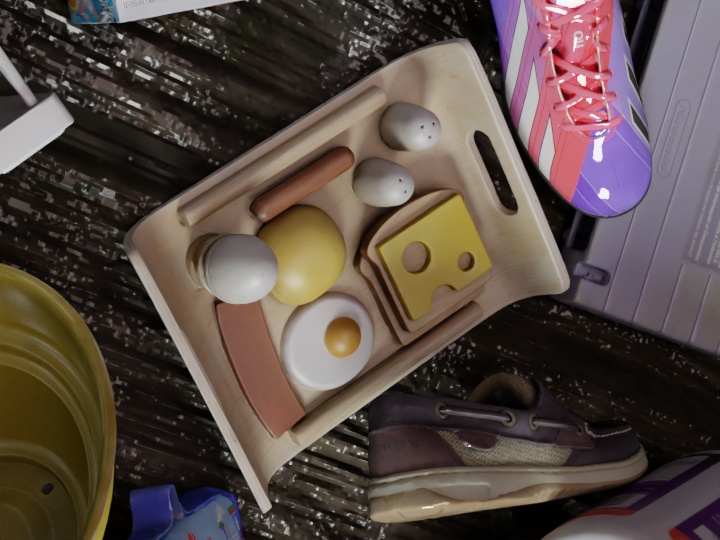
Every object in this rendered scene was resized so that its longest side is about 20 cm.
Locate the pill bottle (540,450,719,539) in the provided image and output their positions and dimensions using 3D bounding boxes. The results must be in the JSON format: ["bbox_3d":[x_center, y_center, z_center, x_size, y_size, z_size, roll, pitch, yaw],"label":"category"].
[{"bbox_3d":[0.171,0.156,0.821,0.200,0.111,0.112,-14,105,-53],"label":"pill bottle"}]

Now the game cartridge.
[{"bbox_3d":[0.185,-0.061,0.871,0.129,0.038,0.201,20,87,-33],"label":"game cartridge"}]

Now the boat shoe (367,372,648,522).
[{"bbox_3d":[0.076,0.083,0.793,0.200,0.072,0.065,-1,81,-47],"label":"boat shoe"}]

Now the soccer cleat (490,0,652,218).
[{"bbox_3d":[0.100,-0.117,0.780,0.068,0.073,0.201,-19,102,-6],"label":"soccer cleat"}]

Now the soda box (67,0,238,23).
[{"bbox_3d":[-0.035,-0.159,0.718,0.199,0.064,0.069,-16,104,-25],"label":"soda box"}]

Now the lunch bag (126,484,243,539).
[{"bbox_3d":[-0.080,0.191,0.695,0.094,0.151,0.201,-6,95,12],"label":"lunch bag"}]

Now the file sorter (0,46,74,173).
[{"bbox_3d":[-0.235,-0.048,0.584,0.200,0.139,0.125,-38,110,-19],"label":"file sorter"}]

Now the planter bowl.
[{"bbox_3d":[-0.169,0.102,0.638,0.201,0.200,0.083,-54,146,-12],"label":"planter bowl"}]

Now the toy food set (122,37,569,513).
[{"bbox_3d":[0.000,0.000,0.761,0.200,0.060,0.144,-34,111,-20],"label":"toy food set"}]
